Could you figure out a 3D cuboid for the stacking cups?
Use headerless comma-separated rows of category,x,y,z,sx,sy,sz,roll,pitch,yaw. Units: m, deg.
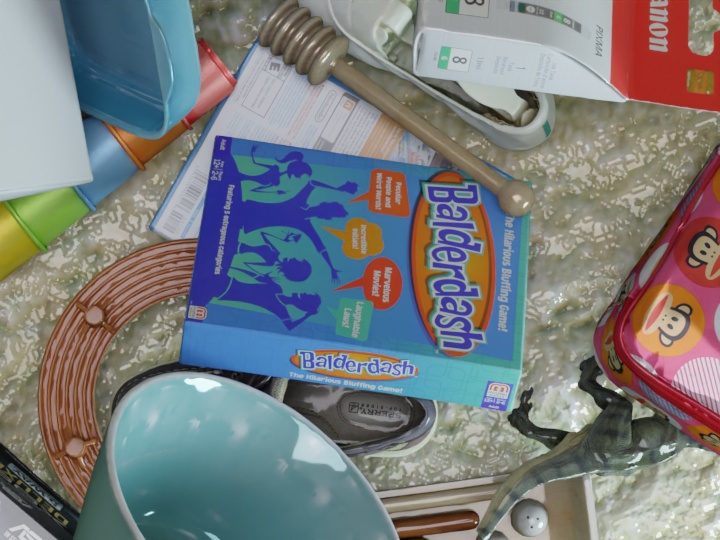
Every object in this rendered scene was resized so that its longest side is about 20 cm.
stacking cups,-0.168,-0.072,1.572,0.200,0.061,0.061,-40,91,-4

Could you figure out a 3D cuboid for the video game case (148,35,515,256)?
video game case,-0.012,-0.038,1.597,0.200,0.018,0.143,30,88,-2

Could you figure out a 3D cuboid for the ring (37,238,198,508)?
ring,-0.099,0.078,1.560,0.200,0.019,0.200,0,81,-3

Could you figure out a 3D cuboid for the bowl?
bowl,-0.082,0.167,1.424,0.201,0.201,0.105,40,120,-2

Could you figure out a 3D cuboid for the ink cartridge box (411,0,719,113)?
ink cartridge box,0.136,-0.177,1.546,0.200,0.050,0.161,6,51,0

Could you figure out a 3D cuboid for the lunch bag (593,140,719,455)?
lunch bag,0.259,0.021,1.553,0.176,0.082,0.200,34,77,-1

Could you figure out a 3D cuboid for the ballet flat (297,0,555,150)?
ballet flat,0.039,-0.145,1.575,0.200,0.069,0.069,35,89,-2

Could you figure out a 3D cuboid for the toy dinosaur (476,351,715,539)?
toy dinosaur,0.142,0.100,1.571,0.200,0.047,0.088,-17,52,-23

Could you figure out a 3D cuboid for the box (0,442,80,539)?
box,-0.169,0.188,1.521,0.200,0.158,0.050,41,89,-1

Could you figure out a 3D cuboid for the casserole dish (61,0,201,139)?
casserole dish,-0.153,-0.151,1.519,0.039,0.200,0.121,-24,119,-30

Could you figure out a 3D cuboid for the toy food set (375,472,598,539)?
toy food set,0.052,0.206,1.578,0.200,0.060,0.144,-7,90,-2

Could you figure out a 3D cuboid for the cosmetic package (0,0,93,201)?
cosmetic package,-0.285,-0.128,1.495,0.199,0.123,0.200,-10,89,30

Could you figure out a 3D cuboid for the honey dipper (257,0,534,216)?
honey dipper,0.024,-0.096,1.550,0.200,0.038,0.038,38,89,13

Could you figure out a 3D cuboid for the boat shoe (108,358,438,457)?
boat shoe,-0.051,0.082,1.519,0.200,0.065,0.072,3,80,-2

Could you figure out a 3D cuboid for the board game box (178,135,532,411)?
board game box,0.000,0.000,1.525,0.200,0.045,0.152,8,50,-3
